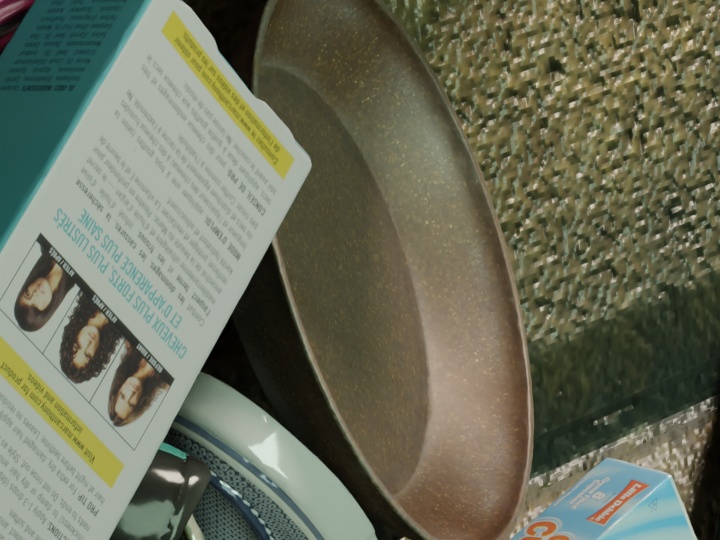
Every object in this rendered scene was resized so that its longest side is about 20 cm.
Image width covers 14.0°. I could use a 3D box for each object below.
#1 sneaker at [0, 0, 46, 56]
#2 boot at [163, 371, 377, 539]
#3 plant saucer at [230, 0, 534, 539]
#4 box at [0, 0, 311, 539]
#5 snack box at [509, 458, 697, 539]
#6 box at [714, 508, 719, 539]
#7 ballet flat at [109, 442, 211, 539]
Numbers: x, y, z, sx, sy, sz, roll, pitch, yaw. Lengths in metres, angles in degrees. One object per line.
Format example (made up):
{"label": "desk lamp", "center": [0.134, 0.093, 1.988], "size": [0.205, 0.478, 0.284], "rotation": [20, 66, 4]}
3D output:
{"label": "sneaker", "center": [-0.133, -0.108, 0.839], "size": [0.081, 0.088, 0.201], "rotation": [-20, 117, -17]}
{"label": "boot", "center": [-0.042, 0.116, 0.944], "size": [0.090, 0.073, 0.200], "rotation": [-49, 149, -18]}
{"label": "plant saucer", "center": [0.000, 0.000, 0.962], "size": [0.200, 0.037, 0.201], "rotation": [48, 33, -45]}
{"label": "box", "center": [-0.092, 0.023, 0.783], "size": [0.082, 0.049, 0.201], "rotation": [50, 57, -37]}
{"label": "snack box", "center": [0.047, 0.168, 0.987], "size": [0.200, 0.037, 0.117], "rotation": [-38, 119, -26]}
{"label": "box", "center": [0.200, 0.104, 1.184], "size": [0.136, 0.038, 0.201], "rotation": [21, 75, -43]}
{"label": "ballet flat", "center": [-0.069, 0.140, 0.888], "size": [0.068, 0.068, 0.201], "rotation": [-2, 117, -7]}
